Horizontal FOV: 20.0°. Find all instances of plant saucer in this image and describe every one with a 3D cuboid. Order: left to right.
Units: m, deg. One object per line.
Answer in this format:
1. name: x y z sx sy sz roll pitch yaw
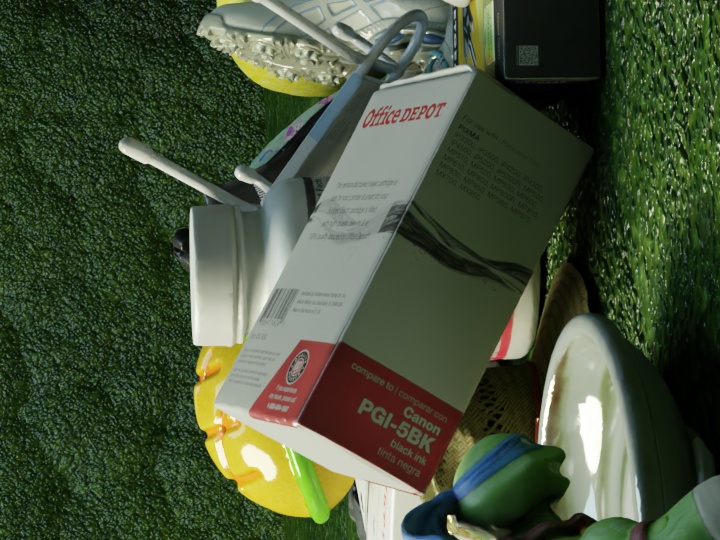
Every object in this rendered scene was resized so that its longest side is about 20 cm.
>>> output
1. plant saucer: 0.115 0.118 0.849 0.200 0.050 0.202 179 90 -83

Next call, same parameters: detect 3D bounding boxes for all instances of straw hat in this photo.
1. straw hat: 0.072 0.096 1.072 0.201 0.084 0.203 180 90 -83

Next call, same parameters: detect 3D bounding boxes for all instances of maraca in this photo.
1. maraca: -0.057 0.070 1.305 0.137 0.106 0.201 80 169 -55

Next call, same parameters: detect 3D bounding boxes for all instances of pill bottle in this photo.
1. pill bottle: 0.000 0.000 1.196 0.111 0.198 0.112 178 90 -84

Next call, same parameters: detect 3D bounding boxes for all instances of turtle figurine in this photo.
1. turtle figurine: 0.128 0.119 0.638 0.144 0.199 0.195 -45 64 43

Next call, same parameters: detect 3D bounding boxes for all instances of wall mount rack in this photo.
1. wall mount rack: -0.051 -0.096 1.234 0.201 0.074 0.174 -55 -18 10

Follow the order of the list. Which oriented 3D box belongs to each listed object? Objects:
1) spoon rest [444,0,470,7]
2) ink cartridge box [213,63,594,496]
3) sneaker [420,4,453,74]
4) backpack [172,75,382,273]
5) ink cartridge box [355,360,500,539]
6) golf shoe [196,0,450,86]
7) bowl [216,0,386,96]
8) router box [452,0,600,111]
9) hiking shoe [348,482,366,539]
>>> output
1. spoon rest: 0.038 -0.237 1.066 0.099 0.060 0.201 -111 9 -74
2. ink cartridge box: 0.020 0.005 1.061 0.201 0.083 0.147 -63 18 -9
3. sneaker: 0.048 -0.082 1.262 0.078 0.086 0.201 -101 12 -58
4. backpack: -0.020 -0.043 1.447 0.200 0.167 0.127 -51 9 -6
5. ink cartridge box: 0.047 0.120 1.307 0.200 0.085 0.147 -100 11 -63
6. golf shoe: -0.010 -0.177 1.371 0.078 0.199 0.098 39 -122 -72
7. bowl: 0.004 -0.210 1.457 0.107 0.200 0.201 23 123 36
8. router box: 0.084 -0.190 1.083 0.157 0.052 0.202 157 112 -83
9. hiking shoe: 0.028 0.222 1.519 0.200 0.075 0.101 -103 17 -59
